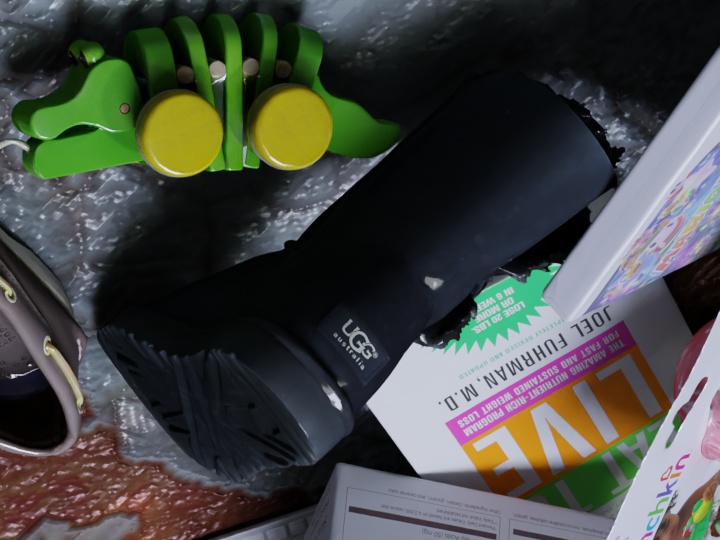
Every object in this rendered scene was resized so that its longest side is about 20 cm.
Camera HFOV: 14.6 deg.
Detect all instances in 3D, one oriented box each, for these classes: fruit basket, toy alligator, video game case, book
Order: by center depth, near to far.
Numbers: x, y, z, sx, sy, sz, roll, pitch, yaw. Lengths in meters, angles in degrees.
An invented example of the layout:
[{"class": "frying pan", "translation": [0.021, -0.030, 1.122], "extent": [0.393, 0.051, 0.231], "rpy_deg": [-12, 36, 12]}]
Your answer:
[{"class": "toy alligator", "translation": [-0.079, -0.062, 0.994], "extent": [0.199, 0.059, 0.055], "rpy_deg": [-4, 99, -22]}, {"class": "video game case", "translation": [0.162, -0.058, 1.064], "extent": [0.200, 0.018, 0.143], "rpy_deg": [-23, 154, -48]}, {"class": "fruit basket", "translation": [0.182, 0.056, 1.165], "extent": [0.200, 0.094, 0.186], "rpy_deg": [-12, 130, -57]}, {"class": "book", "translation": [0.081, 0.050, 1.214], "extent": [0.133, 0.048, 0.200], "rpy_deg": [-29, 139, 6]}]

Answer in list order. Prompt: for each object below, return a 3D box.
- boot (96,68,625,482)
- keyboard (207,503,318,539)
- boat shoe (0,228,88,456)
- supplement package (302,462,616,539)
[{"class": "boot", "translation": [0.000, 0.000, 1.069], "extent": [0.168, 0.200, 0.077], "rpy_deg": [-41, 102, -19]}, {"class": "keyboard", "translation": [-0.095, 0.149, 1.272], "extent": [0.199, 0.011, 0.056], "rpy_deg": [-18, 142, -5]}, {"class": "boat shoe", "translation": [-0.164, 0.005, 1.025], "extent": [0.072, 0.060, 0.200], "rpy_deg": [-29, 142, 11]}, {"class": "supplement package", "translation": [0.035, 0.193, 1.246], "extent": [0.155, 0.111, 0.200], "rpy_deg": [11, 144, -8]}]
